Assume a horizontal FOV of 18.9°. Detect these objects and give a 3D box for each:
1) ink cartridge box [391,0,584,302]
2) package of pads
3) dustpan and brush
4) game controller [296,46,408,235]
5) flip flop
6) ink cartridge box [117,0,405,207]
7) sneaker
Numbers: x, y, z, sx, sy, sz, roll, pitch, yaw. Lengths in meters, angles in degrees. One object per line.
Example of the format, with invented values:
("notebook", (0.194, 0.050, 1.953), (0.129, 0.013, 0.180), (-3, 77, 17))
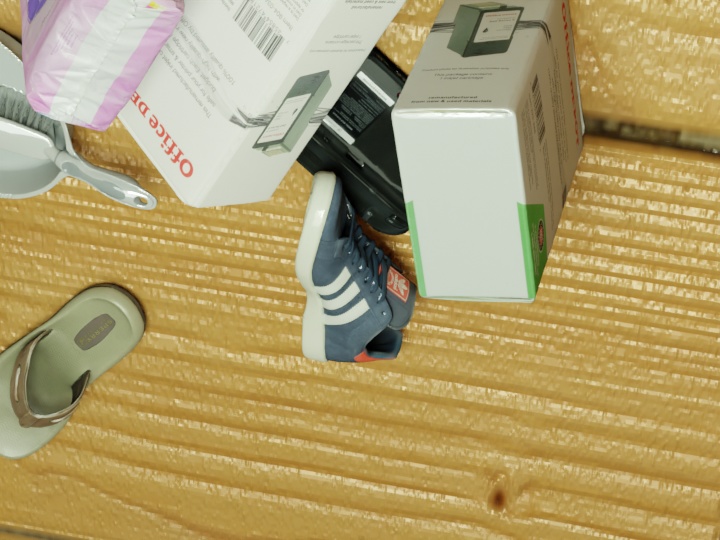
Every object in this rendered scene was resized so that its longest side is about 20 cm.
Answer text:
("ink cartridge box", (0.090, -0.094, 1.458), (0.083, 0.200, 0.147), (0, 123, 16))
("package of pads", (-0.177, -0.204, 1.447), (0.075, 0.201, 0.121), (20, 129, -29))
("dustpan and brush", (-0.239, -0.097, 1.619), (0.199, 0.057, 0.140), (21, 125, 0))
("game controller", (-0.011, -0.114, 1.573), (0.200, 0.042, 0.104), (41, 108, -15))
("flip flop", (-0.247, 0.087, 1.742), (0.081, 0.058, 0.200), (41, 122, -14))
("ink cartridge box", (-0.081, -0.164, 1.477), (0.146, 0.084, 0.200), (52, 124, 23))
("sneaker", (0.000, 0.000, 1.602), (0.084, 0.075, 0.201), (8, 147, 8))
